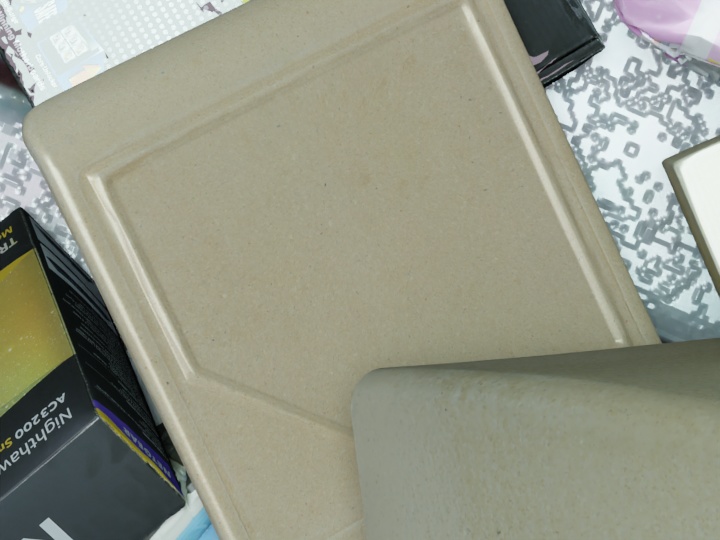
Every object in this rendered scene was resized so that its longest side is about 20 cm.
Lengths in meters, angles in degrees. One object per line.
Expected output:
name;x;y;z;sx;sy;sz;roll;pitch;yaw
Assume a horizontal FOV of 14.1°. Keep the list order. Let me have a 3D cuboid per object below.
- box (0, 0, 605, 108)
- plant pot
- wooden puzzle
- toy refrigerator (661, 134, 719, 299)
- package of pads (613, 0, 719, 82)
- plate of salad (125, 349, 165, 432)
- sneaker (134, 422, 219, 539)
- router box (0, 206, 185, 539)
box;-0.042;-0.116;1.065;0.192;0.048;0.201;-30;89;-2
plant pot;0.133;0.114;0.889;0.199;0.177;0.201;-4;85;-27
wooden puzzle;0.000;0.000;1.005;0.184;0.037;0.201;-28;91;-26
toy refrigerator;0.151;-0.020;0.987;0.076;0.200;0.070;-24;91;5
package of pads;0.159;-0.161;1.019;0.075;0.120;0.201;23;95;9
plate of salad;-0.017;0.102;1.083;0.199;0.048;0.201;0;94;6
sneaker;-0.066;0.132;1.041;0.090;0.078;0.201;31;96;-18
router box;-0.168;0.089;1.042;0.200;0.157;0.052;-40;122;5
